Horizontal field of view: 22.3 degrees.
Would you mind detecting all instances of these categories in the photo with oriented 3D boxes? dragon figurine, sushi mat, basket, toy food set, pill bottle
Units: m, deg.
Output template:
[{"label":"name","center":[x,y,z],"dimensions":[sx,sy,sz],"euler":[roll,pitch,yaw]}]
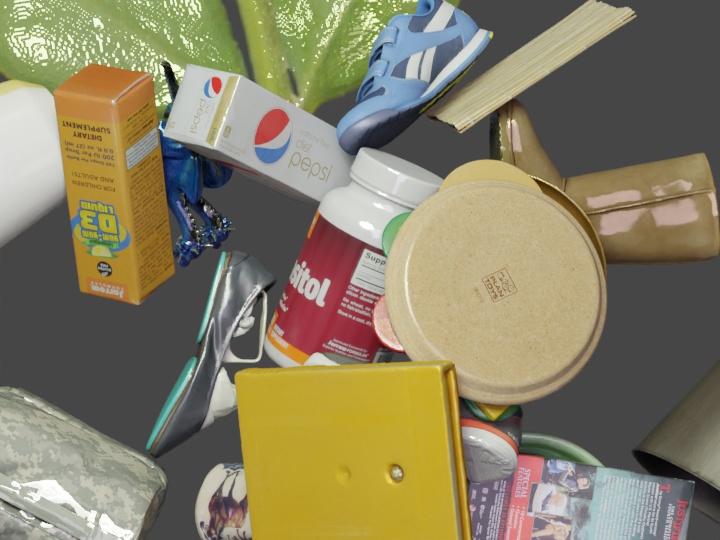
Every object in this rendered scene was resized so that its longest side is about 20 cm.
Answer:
[{"label":"dragon figurine","center":[-0.148,-0.097,1.607],"dimensions":[0.099,0.201,0.059],"euler":[34,43,19]},{"label":"sushi mat","center":[0.153,-0.188,1.659],"dimensions":[0.200,0.096,0.012],"euler":[-34,110,-9]},{"label":"basket","center":[0.374,0.131,1.651],"dimensions":[0.180,0.136,0.200],"euler":[31,78,21]},{"label":"toy food set","center":[0.108,0.017,1.523],"dimensions":[0.198,0.049,0.200],"euler":[-41,87,-19]},{"label":"pill bottle","center":[0.000,0.000,1.603],"dimensions":[0.112,0.113,0.201],"euler":[22,102,-4]}]

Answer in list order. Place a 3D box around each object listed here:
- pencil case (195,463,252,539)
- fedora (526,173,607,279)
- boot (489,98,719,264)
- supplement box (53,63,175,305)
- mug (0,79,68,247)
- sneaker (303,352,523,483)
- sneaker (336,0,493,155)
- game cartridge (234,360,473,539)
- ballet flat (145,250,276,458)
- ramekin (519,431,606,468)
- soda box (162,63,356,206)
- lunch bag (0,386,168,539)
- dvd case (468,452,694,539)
[{"label":"pencil case","center":[-0.047,0.212,1.589],"dimensions":[0.199,0.078,0.090],"euler":[-3,72,28]},{"label":"fedora","center":[0.119,0.014,1.617],"dimensions":[0.199,0.082,0.202],"euler":[5,104,20]},{"label":"boot","center":[0.223,-0.085,1.681],"dimensions":[0.199,0.066,0.176],"euler":[-8,100,-5]},{"label":"supplement box","center":[-0.211,-0.073,1.578],"dimensions":[0.066,0.069,0.201],"euler":[10,124,23]},{"label":"mug","center":[-0.333,-0.107,1.588],"dimensions":[0.153,0.149,0.187],"euler":[-28,97,-14]},{"label":"sneaker","center":[0.047,0.111,1.558],"dimensions":[0.199,0.077,0.082],"euler":[25,50,1]},{"label":"sneaker","center":[0.034,-0.176,1.639],"dimensions":[0.082,0.074,0.200],"euler":[46,54,1]},{"label":"game cartridge","center":[-0.006,0.165,1.502],"dimensions":[0.199,0.032,0.177],"euler":[-3,95,31]},{"label":"ballet flat","center":[-0.127,0.082,1.634],"dimensions":[0.073,0.073,0.201],"euler":[22,83,-4]},{"label":"ramekin","center":[0.139,0.244,1.636],"dimensions":[0.199,0.098,0.201],"euler":[0,87,-6]},{"label":"soda box","center":[-0.080,-0.112,1.585],"dimensions":[0.063,0.200,0.068],"euler":[16,85,36]},{"label":"lunch bag","center":[-0.272,0.192,1.562],"dimensions":[0.199,0.168,0.140],"euler":[30,85,-3]},{"label":"dvd case","center":[0.182,0.238,1.581],"dimensions":[0.199,0.022,0.147],"euler":[9,86,-4]}]
